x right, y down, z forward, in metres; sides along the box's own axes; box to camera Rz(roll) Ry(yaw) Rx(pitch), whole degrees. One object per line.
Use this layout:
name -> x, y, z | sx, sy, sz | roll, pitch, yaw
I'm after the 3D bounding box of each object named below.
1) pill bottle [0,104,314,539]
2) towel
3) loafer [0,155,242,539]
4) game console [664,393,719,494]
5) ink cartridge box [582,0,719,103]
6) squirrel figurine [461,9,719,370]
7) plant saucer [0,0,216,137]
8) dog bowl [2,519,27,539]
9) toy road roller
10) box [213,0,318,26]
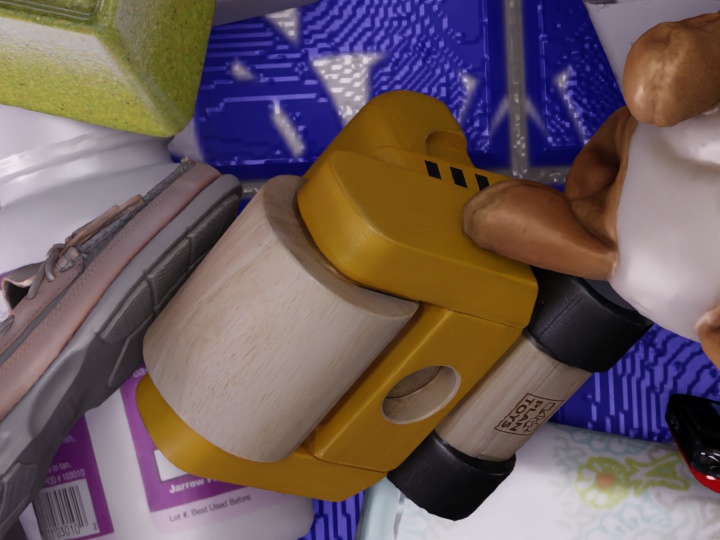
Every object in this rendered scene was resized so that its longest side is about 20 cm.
pill bottle -> -0.095, 0.024, 0.976 | 0.112, 0.112, 0.201 | -15, 88, 3
towel -> 0.072, 0.164, 0.997 | 0.170, 0.048, 0.201 | 10, 89, 0
loafer -> -0.118, 0.025, 0.867 | 0.063, 0.072, 0.200 | 31, 61, 10
game console -> 0.215, 0.035, 0.910 | 0.171, 0.200, 0.119 | 14, 93, 4
ink cartridge box -> 0.153, -0.143, 0.906 | 0.146, 0.200, 0.086 | -10, 44, 20
squirrel figurine -> 0.166, -0.067, 0.839 | 0.141, 0.200, 0.187 | 34, 113, 33
plant saucer -> -0.145, -0.168, 0.908 | 0.199, 0.048, 0.201 | 12, 90, 3
dog bowl -> -0.167, 0.170, 0.932 | 0.078, 0.200, 0.201 | -15, 88, 0
toy road roller -> 0.000, 0.000, 0.917 | 0.123, 0.199, 0.146 | -49, 52, 25
box -> -0.111, -0.197, 0.984 | 0.151, 0.106, 0.201 | -13, 88, 3
